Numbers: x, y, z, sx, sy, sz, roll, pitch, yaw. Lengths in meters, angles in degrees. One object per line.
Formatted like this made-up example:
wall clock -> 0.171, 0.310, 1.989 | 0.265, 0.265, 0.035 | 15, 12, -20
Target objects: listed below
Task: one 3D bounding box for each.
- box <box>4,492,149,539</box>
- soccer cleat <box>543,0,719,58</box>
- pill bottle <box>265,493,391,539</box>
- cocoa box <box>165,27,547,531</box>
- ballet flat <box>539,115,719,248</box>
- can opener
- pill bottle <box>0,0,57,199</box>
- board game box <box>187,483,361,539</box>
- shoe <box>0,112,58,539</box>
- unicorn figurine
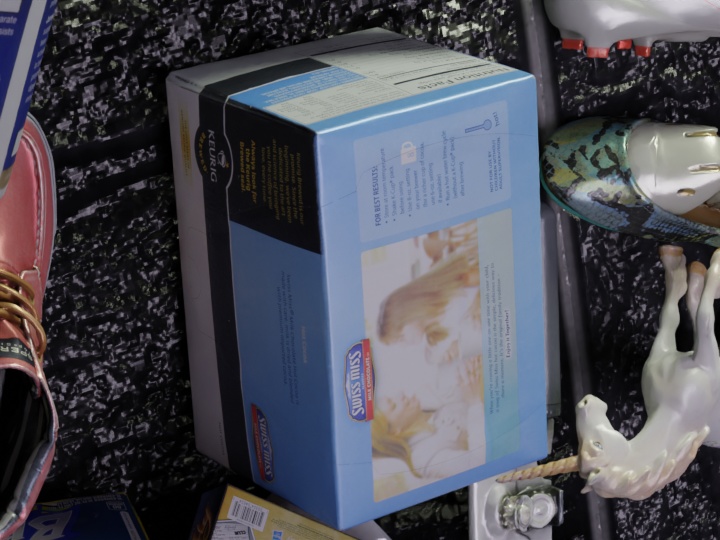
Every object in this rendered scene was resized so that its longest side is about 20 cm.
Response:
box -> -0.198, 0.157, 1.186 | 0.199, 0.064, 0.070 | -6, 110, -15
soccer cleat -> 0.188, -0.155, 1.333 | 0.200, 0.069, 0.078 | -5, 106, -26
pill bottle -> -0.069, 0.197, 1.273 | 0.200, 0.110, 0.110 | -44, 122, -10
cocoa box -> 0.000, 0.000, 1.226 | 0.133, 0.131, 0.200 | -17, 114, -32
ballet flat -> 0.187, -0.049, 1.360 | 0.200, 0.074, 0.074 | 10, 101, -37
can opener -> 0.073, 0.063, 1.346 | 0.053, 0.066, 0.201 | -5, 100, -31
pill bottle -> -0.183, -0.133, 1.082 | 0.116, 0.116, 0.200 | 8, 108, -32
board game box -> -0.001, 0.201, 1.206 | 0.200, 0.035, 0.136 | 25, 68, -18
shoe -> -0.166, 0.023, 1.154 | 0.071, 0.091, 0.201 | 11, 90, -29
unicorn figurine -> 0.171, 0.058, 1.351 | 0.200, 0.074, 0.138 | 14, 82, -46
